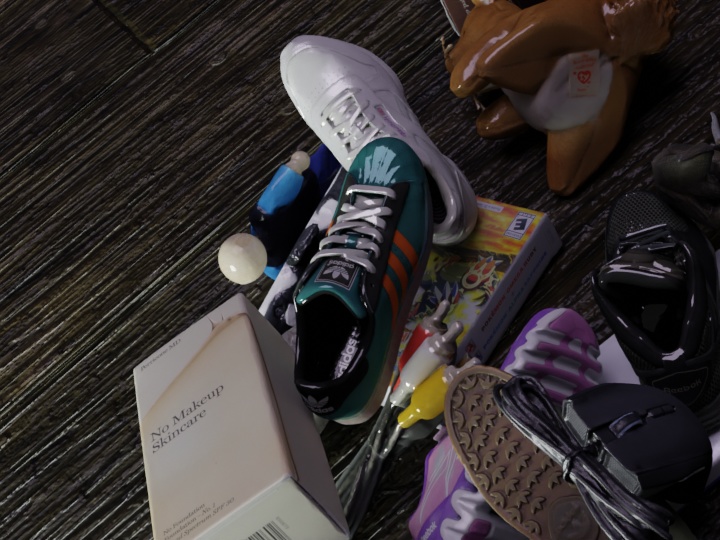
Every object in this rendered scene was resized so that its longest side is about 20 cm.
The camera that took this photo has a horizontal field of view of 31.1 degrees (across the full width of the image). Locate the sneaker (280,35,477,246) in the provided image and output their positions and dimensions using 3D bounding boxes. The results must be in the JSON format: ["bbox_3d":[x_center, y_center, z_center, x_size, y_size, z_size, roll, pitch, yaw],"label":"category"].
[{"bbox_3d":[0.014,-0.101,0.967,0.075,0.200,0.100,-44,-2,12],"label":"sneaker"}]

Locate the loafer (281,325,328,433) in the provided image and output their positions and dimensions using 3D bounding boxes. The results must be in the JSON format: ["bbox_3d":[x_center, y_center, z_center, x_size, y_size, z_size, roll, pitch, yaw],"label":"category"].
[{"bbox_3d":[-0.060,0.111,0.966,0.200,0.070,0.070,-46,51,2],"label":"loafer"}]

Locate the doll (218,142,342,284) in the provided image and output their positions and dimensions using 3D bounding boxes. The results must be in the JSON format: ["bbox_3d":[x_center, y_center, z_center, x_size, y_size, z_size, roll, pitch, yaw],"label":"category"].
[{"bbox_3d":[-0.055,-0.049,1.086,0.048,0.138,0.200,22,40,16],"label":"doll"}]

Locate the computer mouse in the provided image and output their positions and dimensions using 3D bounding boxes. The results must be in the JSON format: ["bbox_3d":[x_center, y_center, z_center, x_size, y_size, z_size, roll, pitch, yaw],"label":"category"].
[{"bbox_3d":[0.169,0.110,0.716,0.046,0.199,0.141,-51,53,17],"label":"computer mouse"}]

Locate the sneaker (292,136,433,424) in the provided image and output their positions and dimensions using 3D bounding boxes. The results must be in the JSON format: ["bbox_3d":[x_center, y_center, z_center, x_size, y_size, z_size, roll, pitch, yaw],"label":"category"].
[{"bbox_3d":[0.000,0.000,0.872,0.070,0.080,0.203,6,78,21],"label":"sneaker"}]

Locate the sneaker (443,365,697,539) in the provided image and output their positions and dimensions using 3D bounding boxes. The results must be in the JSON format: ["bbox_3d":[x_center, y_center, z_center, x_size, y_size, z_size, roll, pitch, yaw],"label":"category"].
[{"bbox_3d":[0.134,0.140,0.777,0.200,0.090,0.067,44,99,26],"label":"sneaker"}]

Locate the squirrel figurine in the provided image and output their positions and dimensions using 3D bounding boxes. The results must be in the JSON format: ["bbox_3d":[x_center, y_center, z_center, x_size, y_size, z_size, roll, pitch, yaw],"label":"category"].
[{"bbox_3d":[0.160,-0.196,1.082,0.200,0.141,0.187,-45,27,4],"label":"squirrel figurine"}]

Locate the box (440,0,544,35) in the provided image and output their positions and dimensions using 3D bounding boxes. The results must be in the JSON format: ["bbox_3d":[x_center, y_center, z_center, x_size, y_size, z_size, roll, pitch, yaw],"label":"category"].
[{"bbox_3d":[0.164,-0.341,1.181,0.197,0.165,0.168,-4,50,29],"label":"box"}]

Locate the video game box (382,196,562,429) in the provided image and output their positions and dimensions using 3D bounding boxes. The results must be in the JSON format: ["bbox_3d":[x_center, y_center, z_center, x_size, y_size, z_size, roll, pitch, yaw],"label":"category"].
[{"bbox_3d":[0.032,0.015,1.030,0.198,0.047,0.183,17,65,41],"label":"video game box"}]

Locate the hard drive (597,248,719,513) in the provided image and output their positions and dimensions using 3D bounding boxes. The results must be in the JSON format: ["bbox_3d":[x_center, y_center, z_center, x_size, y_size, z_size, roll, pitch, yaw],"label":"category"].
[{"bbox_3d":[0.221,0.075,0.868,0.199,0.025,0.132,-38,42,-4],"label":"hard drive"}]

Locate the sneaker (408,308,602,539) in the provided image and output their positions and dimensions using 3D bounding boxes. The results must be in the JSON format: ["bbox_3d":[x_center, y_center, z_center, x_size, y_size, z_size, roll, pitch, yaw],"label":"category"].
[{"bbox_3d":[0.088,0.115,0.859,0.088,0.080,0.203,16,80,60],"label":"sneaker"}]

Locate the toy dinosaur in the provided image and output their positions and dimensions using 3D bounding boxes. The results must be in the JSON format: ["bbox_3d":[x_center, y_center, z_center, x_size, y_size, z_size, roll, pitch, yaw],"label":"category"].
[{"bbox_3d":[0.245,-0.058,0.899,0.101,0.078,0.199,20,20,36],"label":"toy dinosaur"}]

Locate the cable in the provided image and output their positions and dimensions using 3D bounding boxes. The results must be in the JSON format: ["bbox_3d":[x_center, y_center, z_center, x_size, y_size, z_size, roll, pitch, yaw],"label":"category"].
[{"bbox_3d":[0.014,0.107,0.904,0.200,0.050,0.098,-50,30,18],"label":"cable"}]

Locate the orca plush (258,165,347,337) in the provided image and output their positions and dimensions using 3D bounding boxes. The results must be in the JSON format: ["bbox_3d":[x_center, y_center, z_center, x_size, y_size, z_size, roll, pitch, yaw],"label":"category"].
[{"bbox_3d":[-0.015,-0.012,1.025,0.070,0.106,0.201,30,50,-2],"label":"orca plush"}]

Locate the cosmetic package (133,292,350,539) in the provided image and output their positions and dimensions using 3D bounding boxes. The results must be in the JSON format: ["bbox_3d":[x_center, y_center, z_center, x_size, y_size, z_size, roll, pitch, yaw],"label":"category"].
[{"bbox_3d":[-0.083,0.116,0.846,0.103,0.073,0.201,-35,34,7],"label":"cosmetic package"}]

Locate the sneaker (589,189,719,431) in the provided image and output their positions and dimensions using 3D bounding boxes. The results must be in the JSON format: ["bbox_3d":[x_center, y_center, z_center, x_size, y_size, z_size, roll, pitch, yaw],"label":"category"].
[{"bbox_3d":[0.195,-0.002,0.854,0.075,0.115,0.201,-15,43,17],"label":"sneaker"}]
